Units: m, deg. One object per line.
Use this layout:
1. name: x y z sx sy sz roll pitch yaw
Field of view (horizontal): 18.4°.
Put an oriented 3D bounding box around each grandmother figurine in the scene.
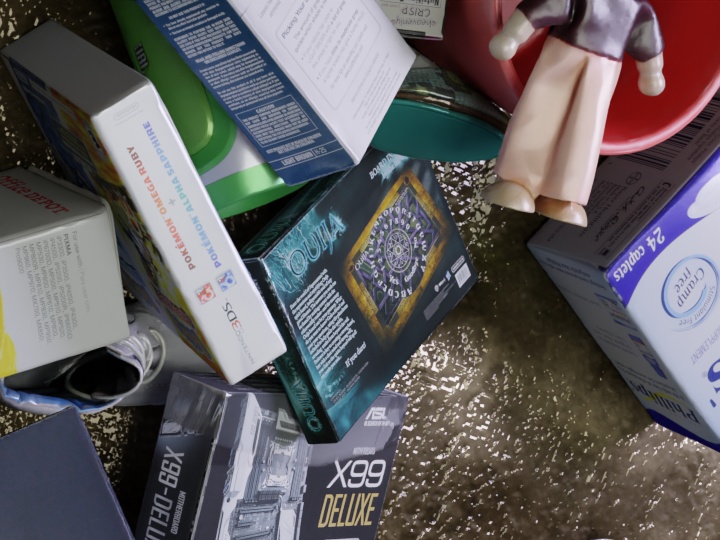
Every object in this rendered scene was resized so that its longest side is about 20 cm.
1. grandmother figurine: 0.135 -0.130 1.306 0.121 0.060 0.201 10 99 -40

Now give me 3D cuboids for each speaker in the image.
1. speaker: -0.099 -0.134 1.325 0.088 0.088 0.201 -19 86 -25

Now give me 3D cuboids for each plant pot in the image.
1. plant pot: 0.121 -0.187 1.420 0.199 0.177 0.202 -7 105 -27

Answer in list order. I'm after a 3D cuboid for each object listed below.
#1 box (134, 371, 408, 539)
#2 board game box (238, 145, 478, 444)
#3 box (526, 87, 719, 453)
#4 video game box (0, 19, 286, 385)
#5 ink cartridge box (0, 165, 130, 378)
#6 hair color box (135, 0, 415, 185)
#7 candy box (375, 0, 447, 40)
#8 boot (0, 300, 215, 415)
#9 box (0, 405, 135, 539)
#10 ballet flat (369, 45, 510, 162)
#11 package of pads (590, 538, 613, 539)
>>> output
1. box: -0.059 0.148 1.432 0.200 0.050 0.159 7 99 -54
2. board game box: 0.000 0.000 1.428 0.200 0.028 0.136 -46 121 -46
3. box: 0.252 -0.004 1.582 0.184 0.105 0.200 -46 120 -12
4. video game box: -0.130 -0.044 1.298 0.047 0.200 0.183 -34 116 -11
5. ink cartridge box: -0.251 0.013 1.273 0.199 0.145 0.084 -18 111 -25
6. hair color box: -0.061 -0.156 1.251 0.200 0.060 0.100 51 45 -26
7. candy box: 0.008 -0.250 1.365 0.061 0.136 0.201 4 101 -30
8. boot: -0.150 0.061 1.372 0.199 0.095 0.074 -4 104 -29
9. box: -0.196 0.201 1.282 0.117 0.200 0.198 -23 88 -23
10. ballet flat: -0.002 -0.110 1.403 0.199 0.072 0.069 0 148 -4
11. package of pads: 0.121 0.286 1.599 0.199 0.068 0.156 -11 108 -28
